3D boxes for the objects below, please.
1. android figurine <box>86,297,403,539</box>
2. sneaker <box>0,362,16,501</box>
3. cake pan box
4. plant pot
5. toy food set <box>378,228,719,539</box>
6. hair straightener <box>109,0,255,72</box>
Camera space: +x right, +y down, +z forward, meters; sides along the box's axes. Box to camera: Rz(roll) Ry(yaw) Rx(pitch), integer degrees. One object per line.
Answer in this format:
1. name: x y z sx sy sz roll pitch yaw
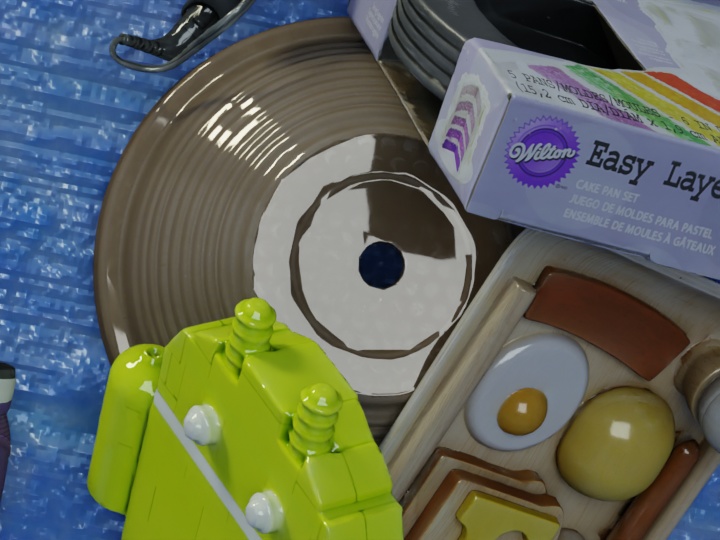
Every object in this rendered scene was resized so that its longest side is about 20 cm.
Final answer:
1. android figurine: -0.041 0.100 1.010 0.041 0.200 0.182 -13 48 -30
2. sneaker: -0.230 0.071 1.045 0.199 0.076 0.088 5 94 -9
3. cake pan box: 0.102 -0.059 1.028 0.199 0.184 0.052 13 111 -19
4. plant pot: 0.000 0.000 1.073 0.200 0.093 0.202 0 89 -8
5. toy food set: 0.082 0.084 1.044 0.143 0.060 0.200 21 110 -34
6. hair straightener: -0.021 -0.149 1.080 0.200 0.077 0.041 -44 97 -8
